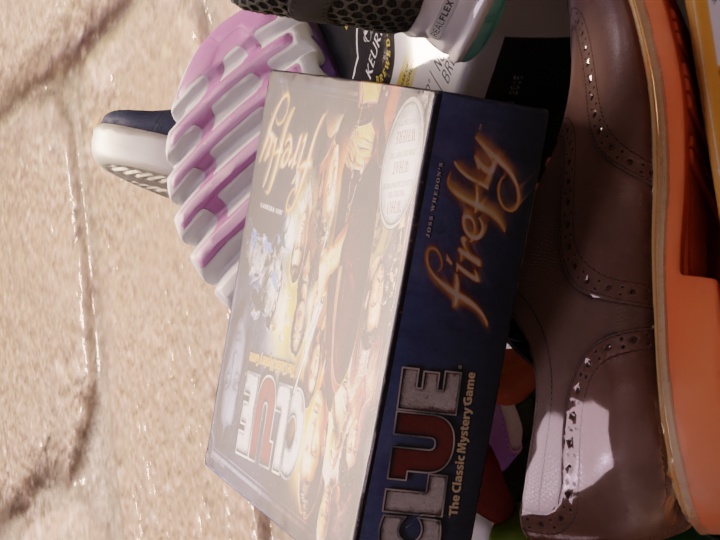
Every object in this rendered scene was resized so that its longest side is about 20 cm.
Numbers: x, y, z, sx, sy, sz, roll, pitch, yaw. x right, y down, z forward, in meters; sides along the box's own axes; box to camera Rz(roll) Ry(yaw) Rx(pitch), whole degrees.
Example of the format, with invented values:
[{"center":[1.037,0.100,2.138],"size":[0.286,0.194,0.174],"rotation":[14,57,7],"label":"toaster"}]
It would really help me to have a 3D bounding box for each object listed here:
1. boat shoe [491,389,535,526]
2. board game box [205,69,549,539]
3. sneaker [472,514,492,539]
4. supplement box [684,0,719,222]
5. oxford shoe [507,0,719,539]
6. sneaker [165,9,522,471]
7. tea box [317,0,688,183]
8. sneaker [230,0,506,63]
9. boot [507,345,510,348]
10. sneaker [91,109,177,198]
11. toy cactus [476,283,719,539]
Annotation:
[{"center":[0.084,0.115,1.031],"size":[0.200,0.075,0.074],"rotation":[-116,29,-45],"label":"boat shoe"},{"center":[-0.001,0.011,0.866],"size":[0.200,0.034,0.136],"rotation":[-161,80,-75],"label":"board game box"},{"center":[0.031,0.168,1.145],"size":[0.200,0.075,0.106],"rotation":[117,153,-48],"label":"sneaker"},{"center":[0.135,-0.008,0.793],"size":[0.067,0.069,0.201],"rotation":[45,-143,-60],"label":"supplement box"},{"center":[0.066,-0.016,0.817],"size":[0.071,0.073,0.201],"rotation":[57,-155,-53],"label":"oxford shoe"},{"center":[0.000,0.000,1.017],"size":[0.080,0.088,0.201],"rotation":[-34,69,36],"label":"sneaker"},{"center":[0.068,-0.152,0.962],"size":[0.197,0.133,0.200],"rotation":[-115,31,-41],"label":"tea box"},{"center":[-0.020,-0.149,0.883],"size":[0.078,0.091,0.200],"rotation":[113,147,-43],"label":"sneaker"},{"center":[0.017,-0.046,1.151],"size":[0.073,0.090,0.200],"rotation":[114,146,-47],"label":"boot"},{"center":[0.000,-0.064,1.087],"size":[0.075,0.199,0.085],"rotation":[64,-151,-81],"label":"sneaker"},{"center":[0.100,0.071,0.910],"size":[0.102,0.200,0.165],"rotation":[-38,92,26],"label":"toy cactus"}]
